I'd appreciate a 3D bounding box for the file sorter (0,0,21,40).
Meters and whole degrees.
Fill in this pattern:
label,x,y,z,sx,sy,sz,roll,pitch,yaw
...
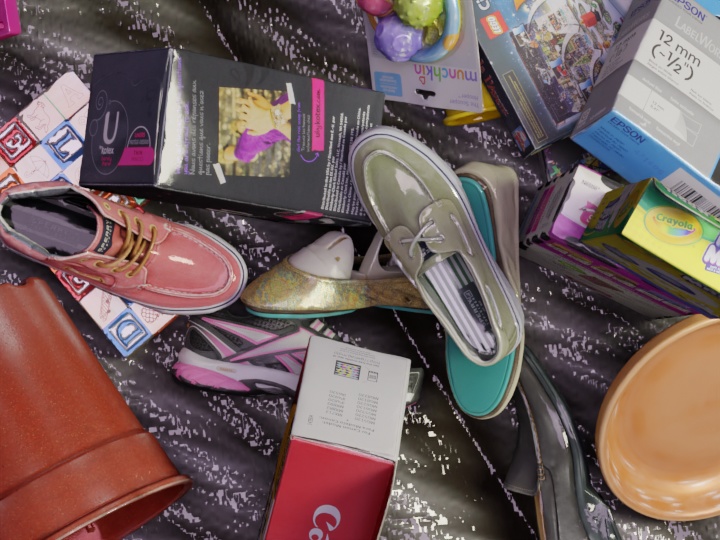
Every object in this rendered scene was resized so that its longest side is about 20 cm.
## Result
label,x,y,z,sx,sy,sz,roll,pitch,yaw
file sorter,-0.377,-0.225,1.657,0.199,0.125,0.140,-11,88,36

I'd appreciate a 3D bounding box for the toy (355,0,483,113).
label,x,y,z,sx,sy,sz,roll,pitch,yaw
toy,0.029,-0.218,1.699,0.047,0.115,0.202,-24,116,-42

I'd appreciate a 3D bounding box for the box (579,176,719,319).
label,x,y,z,sx,sy,sz,roll,pitch,yaw
box,0.221,-0.012,1.487,0.117,0.200,0.049,30,85,-2

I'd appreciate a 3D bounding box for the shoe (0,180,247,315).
label,x,y,z,sx,sy,sz,roll,pitch,yaw
shoe,-0.182,-0.016,1.662,0.198,0.091,0.072,17,87,-2

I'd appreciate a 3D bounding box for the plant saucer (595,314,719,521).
label,x,y,z,sx,sy,sz,roll,pitch,yaw
plant saucer,0.272,0.106,1.722,0.198,0.038,0.201,-10,125,-14

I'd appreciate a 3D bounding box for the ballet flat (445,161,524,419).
label,x,y,z,sx,sy,sz,roll,pitch,yaw
ballet flat,0.102,0.013,1.712,0.069,0.070,0.202,-2,105,-3

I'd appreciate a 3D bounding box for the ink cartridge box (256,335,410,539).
label,x,y,z,sx,sy,sz,roll,pitch,yaw
ink cartridge box,-0.029,0.183,1.638,0.083,0.176,0.201,13,121,-2

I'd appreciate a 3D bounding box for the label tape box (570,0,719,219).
label,x,y,z,sx,sy,sz,roll,pitch,yaw
label tape box,0.263,-0.143,1.684,0.143,0.066,0.201,35,61,-12

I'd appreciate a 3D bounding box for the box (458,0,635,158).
label,x,y,z,sx,sy,sz,roll,pitch,yaw
box,0.142,-0.208,1.728,0.136,0.038,0.201,-27,87,-13

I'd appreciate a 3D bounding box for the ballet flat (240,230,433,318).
label,x,y,z,sx,sy,sz,roll,pitch,yaw
ballet flat,0.000,0.000,1.716,0.198,0.071,0.071,0,87,-27

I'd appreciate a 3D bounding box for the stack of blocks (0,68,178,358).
label,x,y,z,sx,sy,sz,roll,pitch,yaw
stack of blocks,-0.205,-0.044,1.738,0.115,0.059,0.200,-40,90,-4

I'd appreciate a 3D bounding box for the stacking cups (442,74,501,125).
label,x,y,z,sx,sy,sz,roll,pitch,yaw
stacking cups,0.080,-0.220,1.764,0.060,0.061,0.202,-8,85,-3

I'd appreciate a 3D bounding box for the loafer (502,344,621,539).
label,x,y,z,sx,sy,sz,roll,pitch,yaw
loafer,0.145,0.157,1.742,0.072,0.073,0.201,-22,87,1

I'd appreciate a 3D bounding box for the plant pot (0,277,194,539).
label,x,y,z,sx,sy,sz,roll,pitch,yaw
plant pot,-0.258,0.125,1.671,0.200,0.201,0.196,-29,81,-4

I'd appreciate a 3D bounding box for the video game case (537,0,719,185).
label,x,y,z,sx,sy,sz,roll,pitch,yaw
video game case,0.226,-0.176,1.777,0.198,0.036,0.183,-12,87,-3

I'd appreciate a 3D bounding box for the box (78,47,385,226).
label,x,y,z,sx,sy,sz,roll,pitch,yaw
box,-0.096,-0.098,1.674,0.199,0.122,0.107,9,86,-35

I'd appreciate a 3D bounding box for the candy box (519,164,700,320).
label,x,y,z,sx,sy,sz,roll,pitch,yaw
candy box,0.198,-0.019,1.687,0.136,0.200,0.061,26,85,-3

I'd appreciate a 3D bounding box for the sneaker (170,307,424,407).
label,x,y,z,sx,sy,sz,roll,pitch,yaw
sneaker,-0.045,0.061,1.733,0.198,0.080,0.087,9,84,-4

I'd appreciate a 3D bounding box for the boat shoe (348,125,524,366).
label,x,y,z,sx,sy,sz,roll,pitch,yaw
boat shoe,0.059,-0.019,1.644,0.072,0.062,0.201,-34,96,16
